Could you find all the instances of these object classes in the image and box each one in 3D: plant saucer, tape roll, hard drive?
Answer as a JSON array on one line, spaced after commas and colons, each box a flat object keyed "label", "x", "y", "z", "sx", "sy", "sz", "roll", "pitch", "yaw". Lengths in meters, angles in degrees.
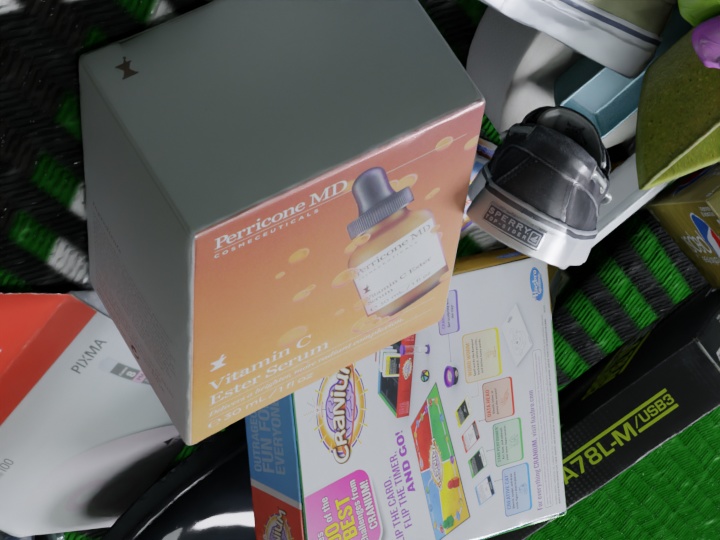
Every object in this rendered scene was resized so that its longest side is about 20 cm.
[{"label": "plant saucer", "x": 0.181, "y": -0.142, "z": 1.252, "sx": 0.200, "sy": 0.019, "sz": 0.070, "roll": -39, "pitch": 156, "yaw": 13}, {"label": "tape roll", "x": 0.147, "y": -0.136, "z": 1.287, "sx": 0.202, "sy": 0.037, "sz": 0.203, "roll": -27, "pitch": 156, "yaw": -13}, {"label": "hard drive", "x": 0.190, "y": -0.078, "z": 1.411, "sx": 0.200, "sy": 0.027, "sz": 0.132, "roll": -40, "pitch": 177, "yaw": 13}, {"label": "plant saucer", "x": 0.222, "y": -0.128, "z": 1.211, "sx": 0.200, "sy": 0.048, "sz": 0.199, "roll": -41, "pitch": 171, "yaw": 24}]

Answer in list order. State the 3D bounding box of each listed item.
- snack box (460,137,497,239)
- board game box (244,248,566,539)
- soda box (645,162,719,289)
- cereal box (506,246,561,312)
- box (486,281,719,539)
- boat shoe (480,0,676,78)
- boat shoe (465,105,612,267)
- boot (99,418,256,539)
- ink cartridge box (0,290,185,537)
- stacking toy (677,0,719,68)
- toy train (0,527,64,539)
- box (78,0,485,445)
[{"label": "snack box", "x": 0.000, "y": 0.000, "z": 1.369, "sx": 0.200, "sy": 0.024, "sz": 0.072, "roll": -41, "pitch": 156, "yaw": 15}, {"label": "board game box", "x": 0.026, "y": 0.077, "z": 1.345, "sx": 0.199, "sy": 0.154, "sz": 0.040, "roll": -11, "pitch": -171, "yaw": -42}, {"label": "soda box", "x": 0.218, "y": -0.032, "z": 1.388, "sx": 0.064, "sy": 0.068, "sz": 0.200, "roll": -40, "pitch": -178, "yaw": -1}, {"label": "cereal box", "x": 0.070, "y": 0.085, "z": 1.523, "sx": 0.144, "sy": 0.039, "sz": 0.200, "roll": -57, "pitch": 165, "yaw": -27}, {"label": "box", "x": 0.164, "y": 0.077, "z": 1.506, "sx": 0.193, "sy": 0.048, "sz": 0.200, "roll": -41, "pitch": 180, "yaw": 28}, {"label": "boat shoe", "x": 0.075, "y": -0.147, "z": 1.131, "sx": 0.199, "sy": 0.072, "sz": 0.062, "roll": 20, "pitch": 102, "yaw": -48}, {"label": "boat shoe", "x": 0.093, "y": -0.047, "z": 1.230, "sx": 0.068, "sy": 0.071, "sz": 0.200, "roll": -60, "pitch": 174, "yaw": 6}, {"label": "boot", "x": -0.028, "y": 0.160, "z": 1.385, "sx": 0.200, "sy": 0.168, "sz": 0.076, "roll": -32, "pitch": 171, "yaw": -43}, {"label": "ink cartridge box", "x": -0.161, "y": 0.076, "z": 1.284, "sx": 0.163, "sy": 0.057, "sz": 0.199, "roll": -48, "pitch": 157, "yaw": 29}, {"label": "stacking toy", "x": 0.174, "y": -0.122, "z": 1.078, "sx": 0.109, "sy": 0.202, "sz": 0.116, "roll": -7, "pitch": 169, "yaw": 30}, {"label": "toy train", "x": -0.199, "y": 0.216, "z": 1.410, "sx": 0.085, "sy": 0.114, "sz": 0.200, "roll": -20, "pitch": 154, "yaw": -26}, {"label": "box", "x": -0.040, "y": -0.034, "z": 1.157, "sx": 0.152, "sy": 0.107, "sz": 0.200, "roll": -26, "pitch": 155, "yaw": -17}]
